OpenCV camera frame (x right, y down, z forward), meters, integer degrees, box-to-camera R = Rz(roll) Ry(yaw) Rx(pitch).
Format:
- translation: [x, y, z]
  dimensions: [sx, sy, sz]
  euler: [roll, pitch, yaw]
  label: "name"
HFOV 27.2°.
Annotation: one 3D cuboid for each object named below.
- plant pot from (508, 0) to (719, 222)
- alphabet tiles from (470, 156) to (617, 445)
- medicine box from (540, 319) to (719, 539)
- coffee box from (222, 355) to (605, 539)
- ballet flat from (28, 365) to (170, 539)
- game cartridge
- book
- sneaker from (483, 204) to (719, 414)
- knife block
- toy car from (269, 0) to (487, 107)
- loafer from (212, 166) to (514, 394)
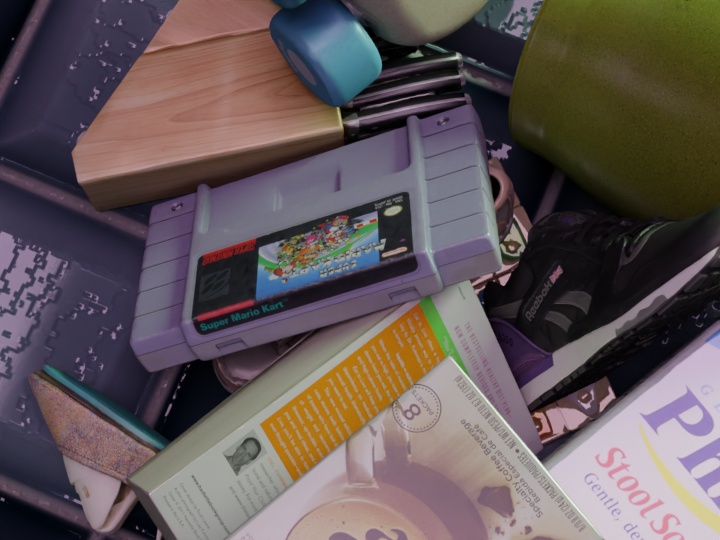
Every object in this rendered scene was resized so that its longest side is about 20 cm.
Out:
- translation: [0.191, -0.093, 0.813]
  dimensions: [0.192, 0.200, 0.201]
  euler: [25, 79, 18]
  label: "plant pot"
- translation: [0.026, 0.046, 0.864]
  dimensions: [0.199, 0.008, 0.168]
  euler: [-24, 79, -6]
  label: "alphabet tiles"
- translation: [0.170, 0.159, 0.786]
  dimensions: [0.200, 0.103, 0.182]
  euler: [-39, 80, -3]
  label: "medicine box"
- translation: [-0.002, 0.150, 0.692]
  dimensions: [0.200, 0.080, 0.113]
  euler: [-39, 80, -12]
  label: "coffee box"
- translation: [-0.109, 0.125, 0.817]
  dimensions: [0.200, 0.068, 0.067]
  euler: [29, 83, 7]
  label: "ballet flat"
- translation: [-0.026, -0.019, 0.804]
  dimensions: [0.199, 0.130, 0.038]
  euler: [-17, 122, 12]
  label: "game cartridge"
- translation: [-0.005, 0.102, 0.779]
  dimensions: [0.200, 0.048, 0.134]
  euler: [-37, 114, -21]
  label: "book"
- translation: [0.124, 0.001, 0.775]
  dimensions: [0.076, 0.200, 0.088]
  euler: [-18, 74, -36]
  label: "sneaker"
- translation: [-0.043, -0.086, 0.862]
  dimensions: [0.175, 0.064, 0.200]
  euler: [32, 79, 7]
  label: "knife block"
- translation: [-0.015, -0.230, 0.798]
  dimensions: [0.184, 0.177, 0.200]
  euler: [-41, 61, -6]
  label: "toy car"
- translation: [0.000, 0.000, 0.838]
  dimensions: [0.200, 0.063, 0.072]
  euler: [-34, 81, -7]
  label: "loafer"
